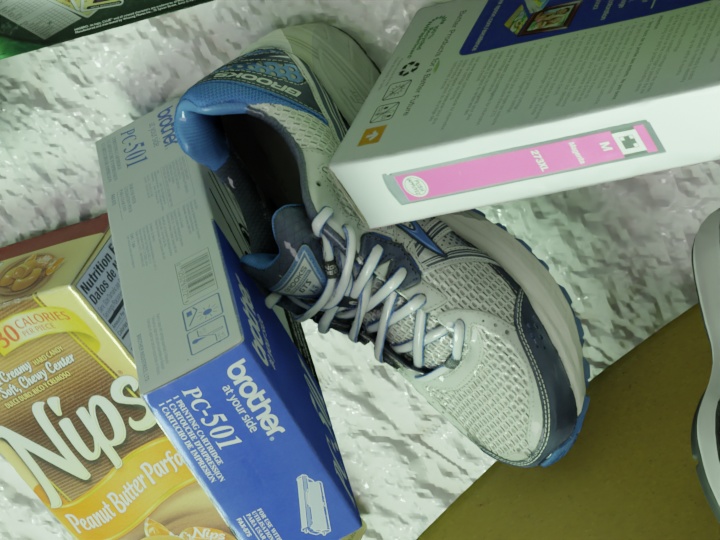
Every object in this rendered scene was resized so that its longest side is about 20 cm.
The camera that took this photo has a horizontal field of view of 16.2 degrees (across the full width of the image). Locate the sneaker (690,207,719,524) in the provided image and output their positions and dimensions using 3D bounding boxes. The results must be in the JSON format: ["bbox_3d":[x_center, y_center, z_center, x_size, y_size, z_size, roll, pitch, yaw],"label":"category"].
[{"bbox_3d":[0.160,0.013,0.836,0.075,0.201,0.116,7,134,-12],"label":"sneaker"}]

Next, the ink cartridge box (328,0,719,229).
[{"bbox_3d":[0.089,-0.071,0.860,0.200,0.095,0.037,-13,125,37],"label":"ink cartridge box"}]

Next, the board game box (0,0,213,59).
[{"bbox_3d":[-0.129,-0.115,0.842,0.199,0.024,0.105,-16,137,-4],"label":"board game box"}]

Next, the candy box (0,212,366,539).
[{"bbox_3d":[-0.101,0.072,1.139,0.115,0.055,0.200,-15,123,39],"label":"candy box"}]

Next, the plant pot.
[{"bbox_3d":[0.123,0.161,0.945,0.176,0.200,0.200,-24,129,-8],"label":"plant pot"}]

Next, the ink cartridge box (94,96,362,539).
[{"bbox_3d":[-0.053,0.020,0.962,0.044,0.200,0.094,-28,120,5],"label":"ink cartridge box"}]

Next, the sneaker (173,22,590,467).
[{"bbox_3d":[0.000,0.000,0.931,0.200,0.085,0.077,49,130,16],"label":"sneaker"}]
